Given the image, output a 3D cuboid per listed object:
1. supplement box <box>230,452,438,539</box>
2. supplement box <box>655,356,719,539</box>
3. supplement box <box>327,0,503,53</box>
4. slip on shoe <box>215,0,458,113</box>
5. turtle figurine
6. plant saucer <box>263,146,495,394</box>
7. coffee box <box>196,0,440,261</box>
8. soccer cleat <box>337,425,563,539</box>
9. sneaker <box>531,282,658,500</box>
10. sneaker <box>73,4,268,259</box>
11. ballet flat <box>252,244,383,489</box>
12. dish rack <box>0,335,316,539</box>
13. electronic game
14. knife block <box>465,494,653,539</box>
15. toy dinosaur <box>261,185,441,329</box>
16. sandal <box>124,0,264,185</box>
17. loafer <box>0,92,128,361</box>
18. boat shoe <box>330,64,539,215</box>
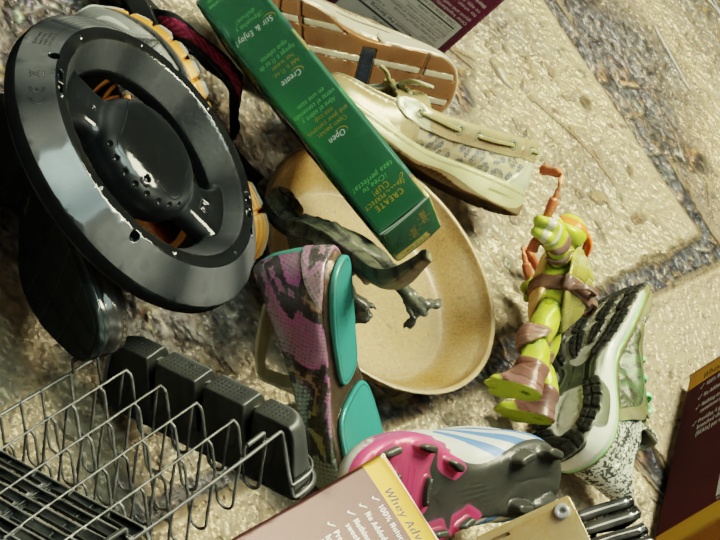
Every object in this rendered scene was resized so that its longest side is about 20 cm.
[{"bbox_3d":[-0.031,0.241,1.173,0.200,0.133,0.197,-23,77,-50],"label":"supplement box"},{"bbox_3d":[0.339,0.137,1.552,0.133,0.197,0.200,39,41,-15],"label":"supplement box"},{"bbox_3d":[0.081,-0.265,1.628,0.103,0.200,0.131,38,40,-16],"label":"supplement box"},{"bbox_3d":[-0.023,-0.161,1.563,0.200,0.076,0.061,11,13,-29],"label":"slip on shoe"},{"bbox_3d":[0.135,0.026,1.515,0.064,0.200,0.161,14,70,5],"label":"turtle figurine"},{"bbox_3d":[0.006,0.004,1.474,0.200,0.035,0.200,25,45,-28],"label":"plant saucer"},{"bbox_3d":[-0.025,-0.101,1.413,0.200,0.044,0.123,52,-1,12],"label":"coffee box"},{"bbox_3d":[0.042,0.133,1.347,0.200,0.086,0.070,4,91,-46],"label":"soccer cleat"},{"bbox_3d":[0.185,0.092,1.565,0.089,0.077,0.200,49,42,-23],"label":"sneaker"},{"bbox_3d":[-0.137,-0.084,1.377,0.077,0.078,0.200,-25,78,-42],"label":"sneaker"},{"bbox_3d":[-0.029,0.074,1.340,0.069,0.071,0.200,-56,141,-56],"label":"ballet flat"},{"bbox_3d":[-0.138,0.110,1.186,0.153,0.055,0.200,22,36,31],"label":"dish rack"},{"bbox_3d":[-0.134,-0.065,1.269,0.200,0.042,0.200,39,34,-32],"label":"electronic game"},{"bbox_3d":[0.106,0.211,1.401,0.200,0.176,0.064,-24,72,-4],"label":"knife block"},{"bbox_3d":[0.000,0.000,1.358,0.047,0.200,0.088,-46,124,-15],"label":"toy dinosaur"},{"bbox_3d":[-0.115,-0.148,1.447,0.200,0.045,0.075,59,0,13],"label":"sandal"},{"bbox_3d":[-0.169,-0.030,1.277,0.072,0.073,0.200,2,49,-33],"label":"loafer"},{"bbox_3d":[0.045,-0.103,1.546,0.200,0.073,0.063,27,85,-36],"label":"boat shoe"}]
